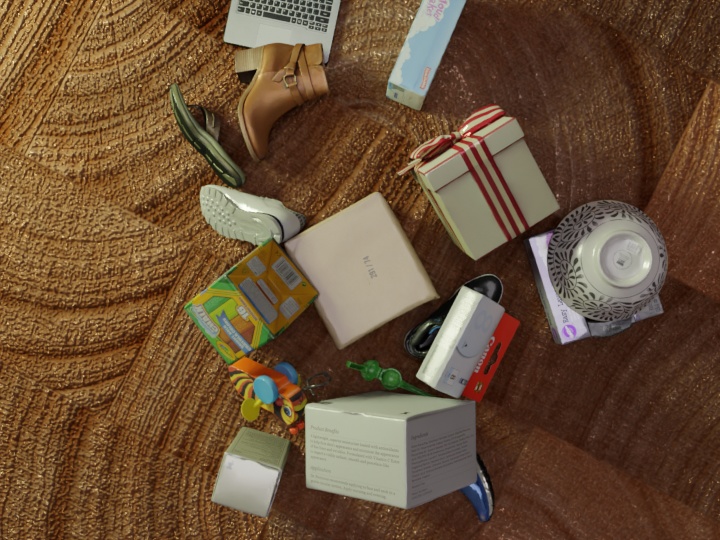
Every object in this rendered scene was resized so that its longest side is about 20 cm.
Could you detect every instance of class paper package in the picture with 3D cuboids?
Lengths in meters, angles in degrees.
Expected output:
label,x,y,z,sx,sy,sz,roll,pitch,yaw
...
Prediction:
label,x,y,z,sx,sy,sz,roll,pitch,yaw
paper package,0.000,0.000,1.307,0.190,0.103,0.201,-28,90,0

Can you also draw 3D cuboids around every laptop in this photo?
label,x,y,z,sx,sy,sz,roll,pitch,yaw
laptop,-0.127,-0.472,1.306,0.186,0.116,0.201,12,89,1

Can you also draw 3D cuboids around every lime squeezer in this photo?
label,x,y,z,sx,sy,sz,roll,pitch,yaw
lime squeezer,0.046,0.178,1.326,0.199,0.070,0.038,27,71,-29

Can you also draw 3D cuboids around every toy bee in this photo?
label,x,y,z,sx,sy,sz,roll,pitch,yaw
toy bee,-0.135,0.213,1.288,0.130,0.200,0.109,-18,112,-27

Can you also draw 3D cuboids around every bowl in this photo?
label,x,y,z,sx,sy,sz,roll,pitch,yaw
bowl,0.409,-0.016,1.261,0.199,0.094,0.202,0,90,0

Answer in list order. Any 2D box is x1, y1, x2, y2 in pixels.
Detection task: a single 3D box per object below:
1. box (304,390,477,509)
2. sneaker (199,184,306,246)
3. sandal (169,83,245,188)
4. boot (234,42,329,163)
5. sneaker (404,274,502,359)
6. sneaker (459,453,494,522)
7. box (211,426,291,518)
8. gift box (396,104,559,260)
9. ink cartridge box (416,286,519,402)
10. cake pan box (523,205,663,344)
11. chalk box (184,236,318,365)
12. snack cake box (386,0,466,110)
label,x,y,z,sx,sy,sz,roll,pitch,yaw
box,0.048,0.268,1.220,0.198,0.199,0.132,-1,89,39
sneaker,-0.185,-0.096,1.315,0.199,0.080,0.077,27,130,28
sandal,-0.255,-0.229,1.332,0.057,0.080,0.201,-40,96,-17
boot,-0.126,-0.286,1.322,0.154,0.074,0.201,-6,89,2
sneaker,0.162,0.082,1.300,0.200,0.112,0.073,-39,90,0
sneaker,0.158,0.331,1.323,0.089,0.079,0.201,-31,81,7
box,-0.169,0.315,1.255,0.094,0.200,0.078,17,90,0
gift box,0.179,-0.145,1.273,0.184,0.200,0.187,-32,105,-4
ink cartridge box,0.191,0.131,1.267,0.047,0.200,0.161,26,89,44
cake pan box,0.392,0.012,1.331,0.183,0.052,0.201,-16,89,2
chalk box,-0.188,0.059,1.272,0.125,0.200,0.124,51,48,-5
snack cake box,0.111,-0.378,1.304,0.067,0.115,0.201,23,89,1
